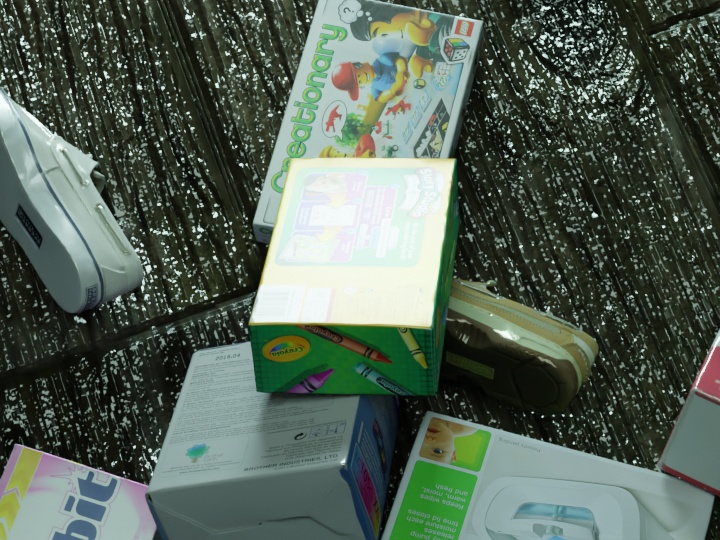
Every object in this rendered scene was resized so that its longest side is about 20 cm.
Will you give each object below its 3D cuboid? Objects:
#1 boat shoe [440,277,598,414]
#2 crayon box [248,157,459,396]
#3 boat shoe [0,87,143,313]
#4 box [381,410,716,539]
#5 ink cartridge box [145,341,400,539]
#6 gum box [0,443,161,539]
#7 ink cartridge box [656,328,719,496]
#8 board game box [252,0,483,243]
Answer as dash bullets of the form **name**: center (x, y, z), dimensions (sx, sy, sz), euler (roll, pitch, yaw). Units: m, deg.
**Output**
- **boat shoe**: center (0.071, 0.035, 1.524), dimensions (0.200, 0.072, 0.076), euler (26, 43, 16)
- **crayon box**: center (0.000, 0.000, 1.450), dimensions (0.119, 0.058, 0.200), euler (1, 36, 8)
- **boat shoe**: center (-0.221, -0.059, 1.579), dimensions (0.070, 0.071, 0.200), euler (-17, 59, -34)
- **box**: center (0.109, 0.208, 1.401), dimensions (0.200, 0.097, 0.177), euler (15, 49, 9)
- **ink cartridge box**: center (-0.050, 0.107, 1.439), dimensions (0.136, 0.076, 0.200), euler (-9, 31, 13)
- **gum box**: center (-0.209, 0.230, 1.444), dimensions (0.113, 0.066, 0.200), euler (16, 68, 9)
- **ink cartridge box**: center (0.302, 0.072, 1.437), dimensions (0.145, 0.083, 0.200), euler (23, 43, 11)
- **board game box**: center (0.008, -0.103, 1.596), dimensions (0.126, 0.035, 0.200), euler (11, 68, 8)
